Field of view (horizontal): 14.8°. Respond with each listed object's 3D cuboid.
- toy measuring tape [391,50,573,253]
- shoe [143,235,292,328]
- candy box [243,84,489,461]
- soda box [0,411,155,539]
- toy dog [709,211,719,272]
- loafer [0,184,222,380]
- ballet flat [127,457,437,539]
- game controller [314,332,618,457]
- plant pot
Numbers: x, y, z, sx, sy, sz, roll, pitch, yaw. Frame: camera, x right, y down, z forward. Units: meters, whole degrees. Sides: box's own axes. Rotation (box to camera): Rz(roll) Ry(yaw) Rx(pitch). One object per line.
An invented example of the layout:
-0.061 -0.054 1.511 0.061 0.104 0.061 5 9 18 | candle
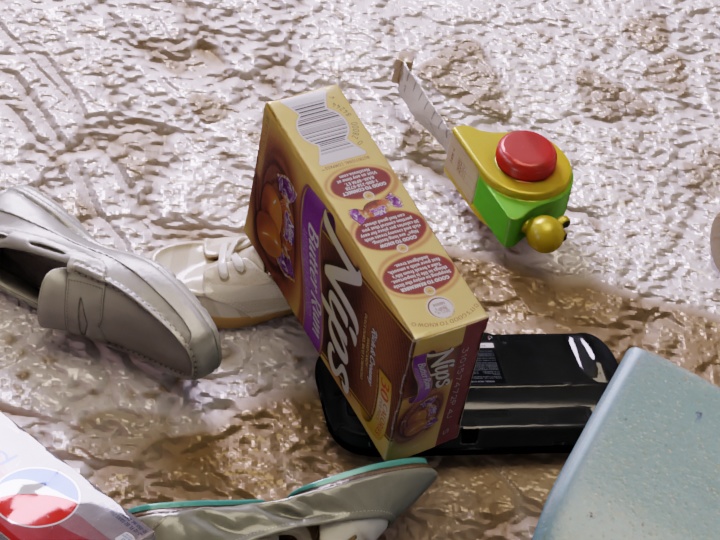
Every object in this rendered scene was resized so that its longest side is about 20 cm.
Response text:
0.092 -0.083 1.885 0.073 0.074 0.200 -13 47 -24 | toy measuring tape
-0.047 -0.004 1.779 0.199 0.054 0.070 0 43 -12 | shoe
0.000 0.000 1.671 0.056 0.117 0.200 -17 54 -24 | candy box
-0.206 0.134 1.572 0.070 0.064 0.200 -29 48 -36 | soda box
0.316 0.003 1.816 0.131 0.097 0.200 -27 54 -34 | toy dog
-0.171 0.016 1.725 0.199 0.070 0.070 29 49 30 | loafer
-0.045 0.156 1.610 0.199 0.067 0.064 -8 72 -19 | ballet flat
0.073 0.076 1.736 0.199 0.042 0.104 0 29 -12 | game controller
0.171 0.206 1.505 0.196 0.196 0.200 28 55 18 | plant pot
